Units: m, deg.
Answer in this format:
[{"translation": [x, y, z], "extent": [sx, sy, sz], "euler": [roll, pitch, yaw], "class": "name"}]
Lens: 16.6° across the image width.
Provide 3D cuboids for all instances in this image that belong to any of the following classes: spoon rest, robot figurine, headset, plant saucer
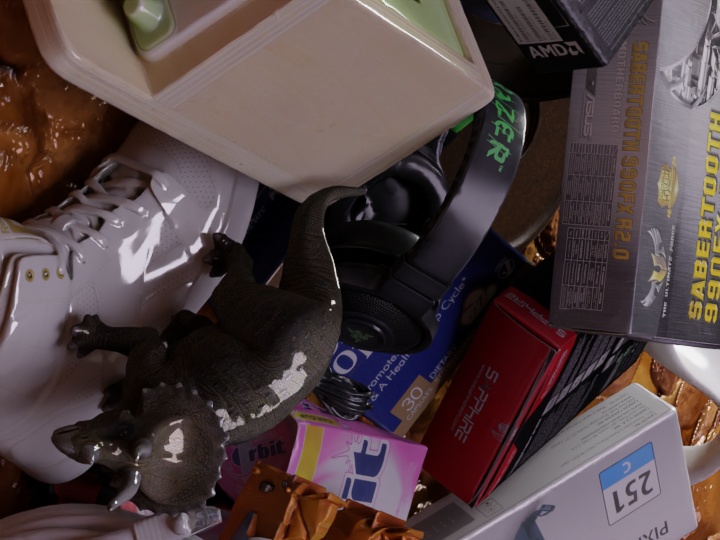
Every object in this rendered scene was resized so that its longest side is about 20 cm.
[{"translation": [0.203, 0.051, 1.531], "extent": [0.099, 0.060, 0.200], "euler": [-69, 154, -48], "class": "spoon rest"}, {"translation": [-0.047, 0.198, 1.160], "extent": [0.145, 0.058, 0.200], "euler": [28, 82, -51], "class": "robot figurine"}, {"translation": [0.019, -0.004, 1.157], "extent": [0.094, 0.200, 0.124], "euler": [31, 37, -20], "class": "headset"}, {"translation": [0.070, -0.084, 1.338], "extent": [0.200, 0.034, 0.201], "euler": [-24, 122, -45], "class": "plant saucer"}]

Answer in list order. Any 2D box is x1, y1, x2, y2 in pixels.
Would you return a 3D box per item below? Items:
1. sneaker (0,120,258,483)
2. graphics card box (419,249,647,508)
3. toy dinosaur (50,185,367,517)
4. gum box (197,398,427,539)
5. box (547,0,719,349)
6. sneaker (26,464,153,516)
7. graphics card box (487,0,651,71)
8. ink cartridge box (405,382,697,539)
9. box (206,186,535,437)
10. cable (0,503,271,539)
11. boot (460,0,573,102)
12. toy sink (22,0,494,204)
[{"translation": [-0.121, -0.013, 1.083], "extent": [0.200, 0.074, 0.116], "euler": [-64, 146, -10], "class": "sneaker"}, {"translation": [0.116, 0.035, 1.373], "extent": [0.200, 0.051, 0.126], "euler": [-34, 155, -48], "class": "graphics card box"}, {"translation": [-0.056, 0.040, 1.057], "extent": [0.200, 0.102, 0.077], "euler": [-34, 137, -29], "class": "toy dinosaur"}, {"translation": [-0.046, 0.159, 1.253], "extent": [0.113, 0.066, 0.200], "euler": [16, 91, -54], "class": "gum box"}, {"translation": [0.160, -0.062, 1.279], "extent": [0.158, 0.048, 0.200], "euler": [10, 86, -61], "class": "box"}, {"translation": [-0.111, 0.155, 1.163], "extent": [0.087, 0.074, 0.201], "euler": [-4, 106, -53], "class": "sneaker"}, {"translation": [0.074, -0.203, 1.109], "extent": [0.200, 0.051, 0.126], "euler": [50, 60, -27], "class": "graphics card box"}, {"translation": [0.108, 0.185, 1.437], "extent": [0.200, 0.045, 0.176], "euler": [-29, 127, -21], "class": "ink cartridge box"}, {"translation": [0.000, 0.000, 1.252], "extent": [0.121, 0.032, 0.200], "euler": [-52, 139, 0], "class": "box"}, {"translation": [-0.120, 0.202, 1.074], "extent": [0.069, 0.200, 0.200], "euler": [6, 81, -77], "class": "cable"}, {"translation": [0.080, -0.128, 1.232], "extent": [0.200, 0.097, 0.075], "euler": [10, 81, -36], "class": "boot"}, {"translation": [-0.047, -0.132, 1.053], "extent": [0.200, 0.112, 0.131], "euler": [27, 37, -52], "class": "toy sink"}]
